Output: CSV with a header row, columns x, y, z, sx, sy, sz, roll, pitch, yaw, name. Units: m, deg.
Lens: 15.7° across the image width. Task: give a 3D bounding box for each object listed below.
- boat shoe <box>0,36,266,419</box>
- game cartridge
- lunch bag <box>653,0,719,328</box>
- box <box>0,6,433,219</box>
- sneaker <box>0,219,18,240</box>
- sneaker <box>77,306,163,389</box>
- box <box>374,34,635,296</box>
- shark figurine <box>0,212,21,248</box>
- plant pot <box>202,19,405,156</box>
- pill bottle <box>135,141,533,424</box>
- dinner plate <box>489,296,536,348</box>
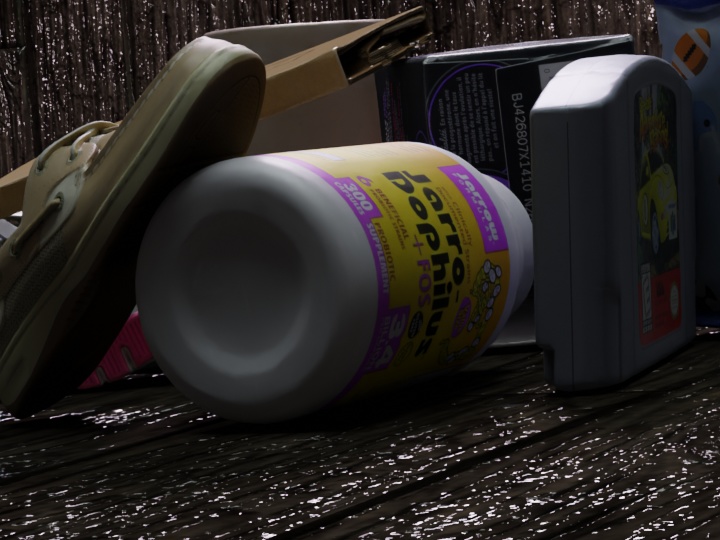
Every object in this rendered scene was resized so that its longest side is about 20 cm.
x,y,z,sx,sy,sz,roll,pitch,yaw,name
-0.108,-0.026,1.058,0.072,0.065,0.200,-23,-25,-51,boat shoe
0.112,-0.026,1.122,0.041,0.134,0.200,-4,4,18,game cartridge
0.238,-0.061,1.262,0.200,0.171,0.124,-9,10,-41,lunch bag
-0.074,-0.078,1.289,0.200,0.021,0.163,-19,7,19,box
-0.205,0.015,1.430,0.078,0.080,0.200,-12,-26,32,sneaker
-0.063,0.003,1.239,0.199,0.082,0.088,-10,0,2,sneaker
0.074,-0.053,1.316,0.106,0.123,0.200,-7,5,-6,box
-0.153,0.009,1.303,0.128,0.090,0.214,-2,14,19,shark figurine
-0.031,-0.062,1.584,0.199,0.174,0.200,-4,3,0,plant pot
0.000,0.000,1.077,0.104,0.105,0.200,-3,4,28,pill bottle
0.066,0.022,1.324,0.200,0.024,0.200,-4,5,0,dinner plate
